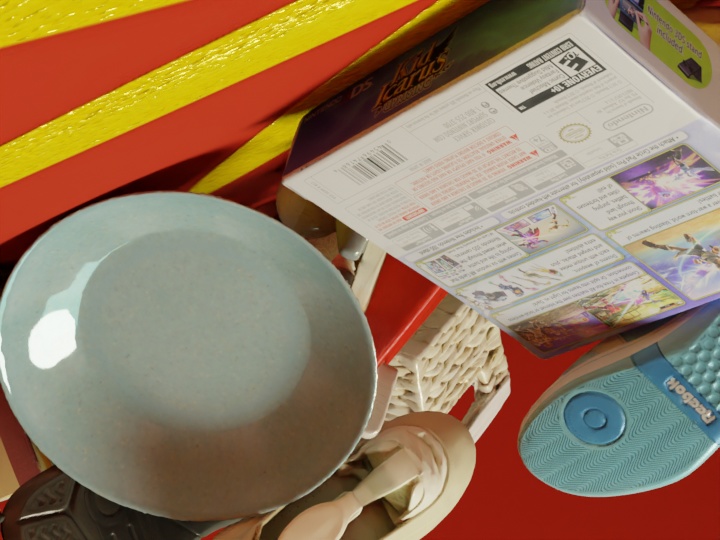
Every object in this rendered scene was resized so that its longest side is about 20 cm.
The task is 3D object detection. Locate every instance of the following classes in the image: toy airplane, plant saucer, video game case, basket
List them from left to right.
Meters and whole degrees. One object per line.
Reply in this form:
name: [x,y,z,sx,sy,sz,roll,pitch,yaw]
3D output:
plant saucer: [-0.089,0.040,0.843,0.199,0.202,0.039,-23,-155,17]
toy airplane: [0.000,0.000,0.936,0.201,0.141,0.199,-54,171,21]
basket: [0.002,0.061,1.271,0.198,0.125,0.136,14,-139,30]
video game case: [0.094,-0.043,0.738,0.199,0.181,0.046,-24,-140,47]

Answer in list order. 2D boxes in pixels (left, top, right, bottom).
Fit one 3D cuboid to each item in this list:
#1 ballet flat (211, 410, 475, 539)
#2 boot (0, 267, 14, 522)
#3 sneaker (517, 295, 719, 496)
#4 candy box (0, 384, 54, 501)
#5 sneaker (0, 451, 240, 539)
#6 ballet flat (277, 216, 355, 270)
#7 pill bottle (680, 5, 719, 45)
ballet flat: [-0.001,0.131,0.906,0.199,0.070,0.069,-31,-178,-31]
boot: [-0.217,0.078,0.853,0.067,0.132,0.199,-23,177,38]
sneaker: [0.171,0.031,0.841,0.199,0.080,0.131,-34,-163,26]
candy box: [-0.202,0.076,1.068,0.055,0.117,0.200,-23,177,17]
sneaker: [-0.147,0.141,0.948,0.113,0.077,0.199,-20,178,36]
ballet flat: [-0.026,-0.017,1.161,0.072,0.069,0.200,-19,179,-8]
pill bottle: [0.219,-0.045,0.932,0.111,0.203,0.113,-2,-164,1]
